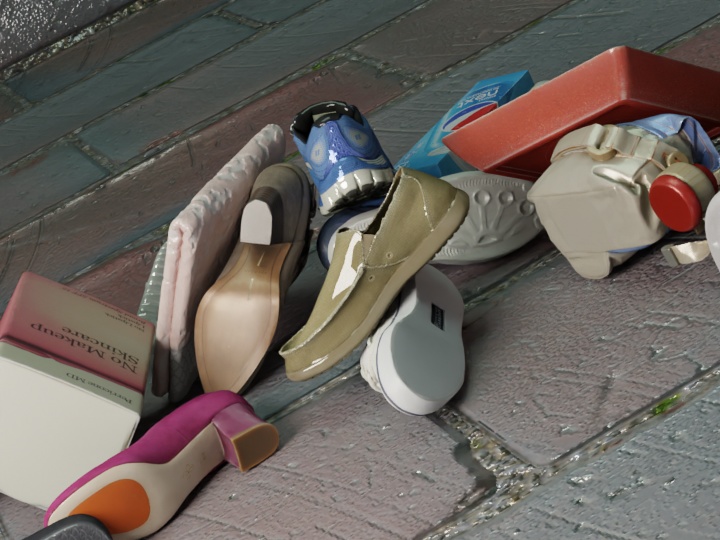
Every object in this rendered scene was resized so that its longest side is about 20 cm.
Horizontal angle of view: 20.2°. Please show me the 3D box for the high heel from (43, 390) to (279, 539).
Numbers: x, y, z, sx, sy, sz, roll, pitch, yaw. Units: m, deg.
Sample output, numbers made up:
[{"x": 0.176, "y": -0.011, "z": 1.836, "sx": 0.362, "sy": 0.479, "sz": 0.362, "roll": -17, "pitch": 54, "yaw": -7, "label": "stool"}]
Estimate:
[{"x": -0.166, "y": 0.151, "z": 1.566, "sx": 0.199, "sy": 0.068, "sz": 0.096, "roll": -18, "pitch": 24, "yaw": -28, "label": "high heel"}]

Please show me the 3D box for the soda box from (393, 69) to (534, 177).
[{"x": 0.105, "y": -0.113, "z": 1.918, "sx": 0.064, "sy": 0.068, "sz": 0.200, "roll": -11, "pitch": 24, "yaw": 37, "label": "soda box"}]

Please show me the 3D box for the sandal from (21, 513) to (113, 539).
[{"x": -0.275, "y": 0.236, "z": 1.485, "sx": 0.199, "sy": 0.076, "sz": 0.043, "roll": -18, "pitch": 19, "yaw": -10, "label": "sandal"}]

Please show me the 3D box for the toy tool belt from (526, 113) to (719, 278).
[{"x": 0.229, "y": -0.073, "z": 1.568, "sx": 0.123, "sy": 0.125, "sz": 0.200, "roll": -38, "pitch": 13, "yaw": -27, "label": "toy tool belt"}]

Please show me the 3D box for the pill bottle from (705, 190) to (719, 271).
[{"x": 0.344, "y": -0.057, "z": 1.401, "sx": 0.200, "sy": 0.112, "sz": 0.112, "roll": -35, "pitch": 21, "yaw": -23, "label": "pill bottle"}]

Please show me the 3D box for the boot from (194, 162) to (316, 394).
[{"x": -0.082, "y": 0.006, "z": 1.751, "sx": 0.070, "sy": 0.201, "sz": 0.146, "roll": 17, "pitch": 10, "yaw": 10, "label": "boot"}]

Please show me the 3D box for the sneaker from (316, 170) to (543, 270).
[{"x": 0.057, "y": -0.043, "z": 1.781, "sx": 0.199, "sy": 0.081, "sz": 0.146, "roll": -16, "pitch": 8, "yaw": -3, "label": "sneaker"}]

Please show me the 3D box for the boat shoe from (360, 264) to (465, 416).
[{"x": 0.034, "y": 0.065, "z": 1.563, "sx": 0.070, "sy": 0.071, "sz": 0.200, "roll": -48, "pitch": 14, "yaw": 23, "label": "boat shoe"}]

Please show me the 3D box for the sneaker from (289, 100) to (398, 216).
[{"x": -0.011, "y": -0.098, "z": 1.675, "sx": 0.078, "sy": 0.090, "sz": 0.200, "roll": -21, "pitch": -1, "yaw": -2, "label": "sneaker"}]

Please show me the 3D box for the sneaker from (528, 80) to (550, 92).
[{"x": 0.207, "y": -0.122, "z": 1.838, "sx": 0.088, "sy": 0.076, "sz": 0.200, "roll": -51, "pitch": 25, "yaw": -22, "label": "sneaker"}]

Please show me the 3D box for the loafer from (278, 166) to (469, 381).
[{"x": 0.000, "y": 0.000, "z": 1.581, "sx": 0.200, "sy": 0.067, "sz": 0.076, "roll": -49, "pitch": 8, "yaw": -4, "label": "loafer"}]

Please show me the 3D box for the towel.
[{"x": -0.124, "y": -0.008, "z": 1.784, "sx": 0.032, "sy": 0.192, "sz": 0.200, "roll": 18, "pitch": 33, "yaw": 12, "label": "towel"}]

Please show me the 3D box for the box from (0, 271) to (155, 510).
[{"x": -0.249, "y": 0.100, "z": 1.659, "sx": 0.200, "sy": 0.127, "sz": 0.109, "roll": -98, "pitch": 33, "yaw": -70, "label": "box"}]

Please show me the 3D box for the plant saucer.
[{"x": 0.203, "y": -0.116, "z": 1.675, "sx": 0.199, "sy": 0.037, "sz": 0.199, "roll": 8, "pitch": -25, "yaw": -44, "label": "plant saucer"}]

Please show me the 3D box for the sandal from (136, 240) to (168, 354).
[{"x": -0.170, "y": 0.023, "z": 1.928, "sx": 0.050, "sy": 0.082, "sz": 0.203, "roll": -65, "pitch": -4, "yaw": 35, "label": "sandal"}]
